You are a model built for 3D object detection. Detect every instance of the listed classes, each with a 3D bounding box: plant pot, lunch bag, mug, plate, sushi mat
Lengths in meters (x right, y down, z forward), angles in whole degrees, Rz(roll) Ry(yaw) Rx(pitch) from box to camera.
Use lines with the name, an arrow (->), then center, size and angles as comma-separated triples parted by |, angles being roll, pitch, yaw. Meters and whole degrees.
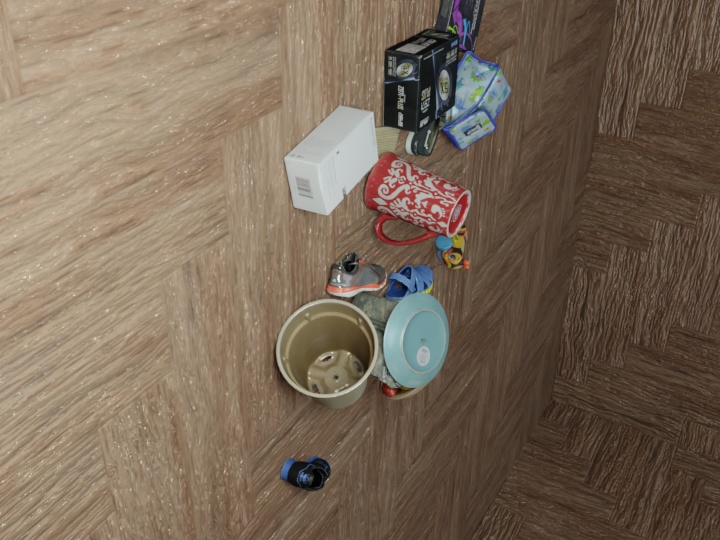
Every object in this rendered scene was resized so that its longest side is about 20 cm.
plant pot -> -0.058, 0.188, 1.614 | 0.202, 0.199, 0.184 | -61, 164, -22
lunch bag -> 0.276, -0.409, 1.983 | 0.201, 0.127, 0.170 | -59, 157, 3
mug -> 0.125, -0.141, 1.726 | 0.133, 0.199, 0.179 | -43, 149, -42
plate -> 0.126, 0.147, 1.678 | 0.199, 0.025, 0.203 | -3, 95, -43
sushi mat -> 0.031, -0.255, 1.694 | 0.200, 0.012, 0.097 | -22, 124, -59
lunch bag -> 0.046, 0.155, 1.753 | 0.139, 0.199, 0.169 | 36, 76, -42

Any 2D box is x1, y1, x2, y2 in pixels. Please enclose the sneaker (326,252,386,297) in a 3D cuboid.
sneaker -> 0.000, 0.000, 1.722 | 0.200, 0.076, 0.083 | -22, 118, -59

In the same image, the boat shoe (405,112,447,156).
boat shoe -> 0.172, -0.349, 1.867 | 0.202, 0.060, 0.076 | -66, 154, -15

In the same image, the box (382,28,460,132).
box -> 0.132, -0.410, 1.719 | 0.200, 0.085, 0.165 | -41, 141, -49

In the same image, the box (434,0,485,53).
box -> 0.235, -0.596, 1.873 | 0.200, 0.036, 0.145 | -12, 116, -63

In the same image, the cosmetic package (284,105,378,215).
cosmetic package -> -0.050, -0.207, 1.482 | 0.200, 0.080, 0.114 | -51, 145, -37

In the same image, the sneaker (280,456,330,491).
sneaker -> -0.102, 0.460, 1.789 | 0.200, 0.077, 0.071 | 26, 82, -64

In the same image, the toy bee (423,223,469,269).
toy bee -> 0.254, -0.044, 2.167 | 0.202, 0.108, 0.131 | -69, 156, -8

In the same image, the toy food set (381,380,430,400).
toy food set -> 0.119, 0.206, 1.818 | 0.049, 0.197, 0.201 | 42, 51, -19

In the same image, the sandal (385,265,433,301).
sandal -> 0.124, 0.026, 1.985 | 0.200, 0.079, 0.088 | -37, 134, -53
